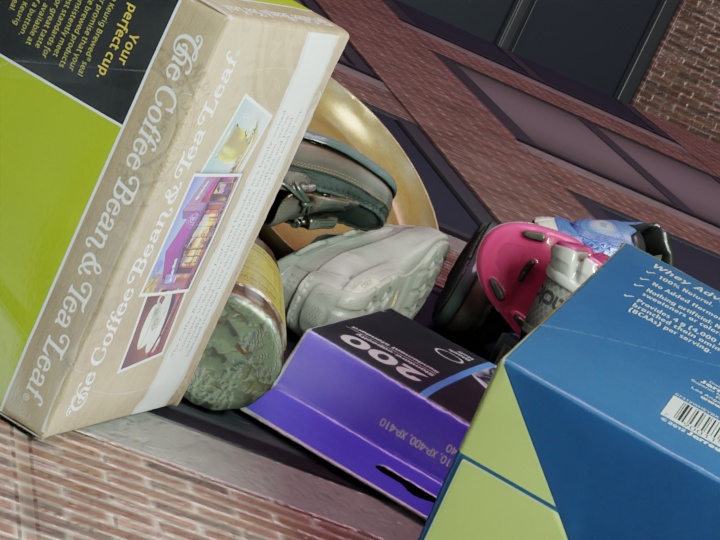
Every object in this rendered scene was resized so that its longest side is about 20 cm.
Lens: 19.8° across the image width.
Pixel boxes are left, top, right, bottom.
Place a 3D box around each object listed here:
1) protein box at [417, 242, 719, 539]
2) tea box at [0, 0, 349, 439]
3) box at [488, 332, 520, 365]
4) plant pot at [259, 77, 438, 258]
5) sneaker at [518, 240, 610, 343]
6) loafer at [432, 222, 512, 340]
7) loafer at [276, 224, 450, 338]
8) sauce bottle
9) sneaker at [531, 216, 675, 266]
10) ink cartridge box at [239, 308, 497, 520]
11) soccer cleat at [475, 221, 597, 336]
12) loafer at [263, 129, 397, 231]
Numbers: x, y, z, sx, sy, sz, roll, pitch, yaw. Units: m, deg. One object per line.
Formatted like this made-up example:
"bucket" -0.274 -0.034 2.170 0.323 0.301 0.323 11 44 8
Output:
"protein box" 0.147 0.111 0.886 0.198 0.136 0.200 29 22 12
"tea box" -0.146 -0.063 0.930 0.196 0.201 0.133 31 14 18
"box" 0.187 0.104 1.277 0.199 0.040 0.137 34 16 32
"plant pot" -0.028 -0.058 1.371 0.199 0.027 0.201 33 36 -27
"sneaker" 0.173 0.067 1.188 0.199 0.088 0.074 33 12 -8
"loafer" 0.093 0.009 1.382 0.063 0.072 0.200 32 11 0
"loafer" 0.000 0.000 1.254 0.069 0.070 0.200 28 15 15
"sauce bottle" -0.071 0.015 1.082 0.064 0.065 0.200 24 11 -9
"sneaker" 0.165 0.011 1.373 0.088 0.079 0.200 -2 -9 10
"ink cartridge box" 0.059 0.089 1.082 0.197 0.044 0.200 29 14 14
"soccer cleat" 0.157 0.037 1.269 0.199 0.070 0.086 31 3 1
"loafer" -0.066 -0.052 1.165 0.199 0.063 0.072 23 -26 -34
